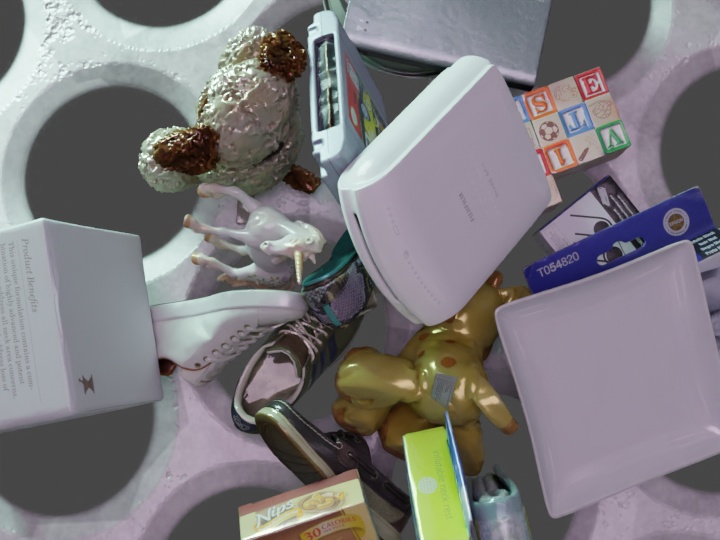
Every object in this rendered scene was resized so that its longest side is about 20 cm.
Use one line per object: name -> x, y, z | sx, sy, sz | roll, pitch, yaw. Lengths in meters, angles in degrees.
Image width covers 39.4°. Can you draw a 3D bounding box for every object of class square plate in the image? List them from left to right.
square plate -> 0.230, 0.096, 0.903 | 0.197, 0.028, 0.201 | -18, 99, -10

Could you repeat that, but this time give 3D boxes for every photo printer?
photo printer -> 0.073, -0.064, 0.883 | 0.200, 0.069, 0.167 | -46, 123, -27

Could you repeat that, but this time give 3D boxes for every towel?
towel -> 0.140, 0.271, 0.904 | 0.048, 0.200, 0.172 | -17, 85, 4

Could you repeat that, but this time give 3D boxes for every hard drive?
hard drive -> 0.091, -0.269, 1.010 | 0.198, 0.033, 0.141 | 13, 84, 1

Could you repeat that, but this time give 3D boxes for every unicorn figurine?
unicorn figurine -> -0.094, -0.025, 0.933 | 0.136, 0.200, 0.074 | 18, 81, 8

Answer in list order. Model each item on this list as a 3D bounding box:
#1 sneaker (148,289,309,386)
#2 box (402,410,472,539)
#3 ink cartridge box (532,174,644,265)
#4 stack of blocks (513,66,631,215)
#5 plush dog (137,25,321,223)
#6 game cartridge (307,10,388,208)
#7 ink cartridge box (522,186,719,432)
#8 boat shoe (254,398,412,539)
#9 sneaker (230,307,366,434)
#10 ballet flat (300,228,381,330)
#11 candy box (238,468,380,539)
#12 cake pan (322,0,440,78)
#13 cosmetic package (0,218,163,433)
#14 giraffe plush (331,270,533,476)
sneaker -> -0.126, 0.065, 0.962 | 0.199, 0.073, 0.085 | -12, 79, 35
box -> 0.074, 0.237, 0.893 | 0.047, 0.201, 0.122 | -10, 41, 0
ink cartridge box -> 0.272, 0.013, 1.009 | 0.094, 0.044, 0.200 | -37, 86, -3
stack of blocks -> 0.165, -0.113, 1.016 | 0.199, 0.059, 0.116 | -20, 84, -2
plush dog -> -0.109, -0.137, 0.962 | 0.160, 0.172, 0.200 | 39, 84, 4
game cartridge -> -0.006, -0.133, 0.945 | 0.041, 0.133, 0.201 | -15, 51, 13
ink cartridge box -> 0.277, 0.050, 0.947 | 0.198, 0.041, 0.201 | -25, 99, -5
boat shoe -> -0.020, 0.184, 0.960 | 0.201, 0.072, 0.066 | 50, 64, -22
sneaker -> -0.057, 0.077, 0.979 | 0.067, 0.090, 0.201 | 37, 85, 4
ballet flat -> 0.000, 0.000, 0.958 | 0.071, 0.200, 0.073 | 8, 116, 16
candy box -> -0.028, 0.292, 0.928 | 0.115, 0.055, 0.201 | -18, 115, -3
cake pan -> 0.058, -0.302, 1.049 | 0.198, 0.037, 0.202 | 0, 84, 0
cosmetic package -> -0.315, 0.061, 0.922 | 0.198, 0.166, 0.169 | -12, 84, 15
giraffe plush -> 0.078, 0.075, 0.957 | 0.172, 0.200, 0.163 | 27, 57, -6
